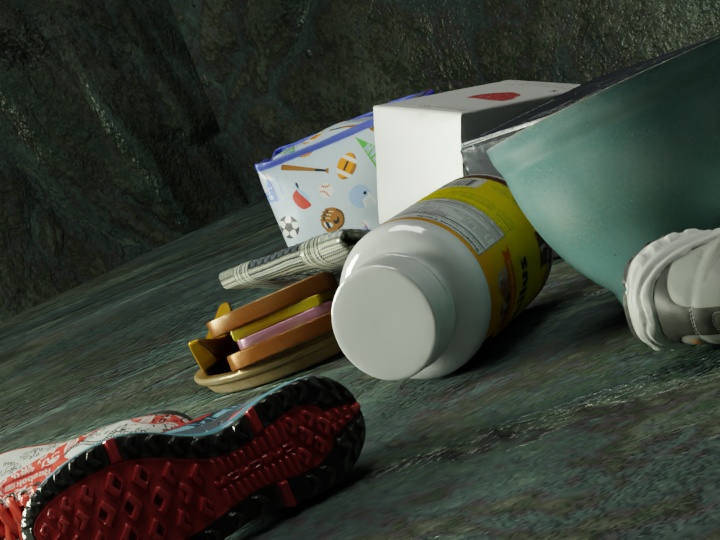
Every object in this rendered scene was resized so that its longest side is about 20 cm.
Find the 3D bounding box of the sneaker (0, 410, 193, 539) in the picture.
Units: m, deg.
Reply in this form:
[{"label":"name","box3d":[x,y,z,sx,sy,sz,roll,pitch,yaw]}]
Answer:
[{"label":"sneaker","box3d":[-0.192,0.144,0.960,0.199,0.068,0.108,-20,4,-6]}]

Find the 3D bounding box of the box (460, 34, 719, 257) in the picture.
[{"label":"box","box3d":[0.230,-0.105,1.315,0.199,0.125,0.196,-28,10,-36]}]

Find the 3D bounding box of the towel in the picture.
[{"label":"towel","box3d":[0.000,0.000,1.398,0.198,0.035,0.192,2,-13,-40]}]

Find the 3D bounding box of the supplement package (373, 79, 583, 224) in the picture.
[{"label":"supplement package","box3d":[0.124,-0.112,1.486,0.199,0.121,0.121,-16,19,-42]}]

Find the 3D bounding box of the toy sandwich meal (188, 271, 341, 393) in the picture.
[{"label":"toy sandwich meal","box3d":[-0.068,0.044,1.331,0.203,0.071,0.205,-22,7,3]}]

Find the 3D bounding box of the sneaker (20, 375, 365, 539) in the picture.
[{"label":"sneaker","box3d":[-0.095,0.123,0.857,0.198,0.080,0.095,-16,-6,-25]}]

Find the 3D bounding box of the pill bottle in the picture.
[{"label":"pill bottle","box3d":[0.056,0.006,1.062,0.108,0.110,0.200,-18,8,30]}]

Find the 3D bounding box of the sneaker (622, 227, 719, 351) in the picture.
[{"label":"sneaker","box3d":[0.236,-0.011,0.842,0.199,0.075,0.079,-32,22,-29]}]

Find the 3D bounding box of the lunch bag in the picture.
[{"label":"lunch bag","box3d":[0.018,-0.079,1.603,0.198,0.171,0.124,-21,11,15]}]

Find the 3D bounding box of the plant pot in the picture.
[{"label":"plant pot","box3d":[0.195,-0.055,0.955,0.199,0.135,0.200,-24,0,0]}]
